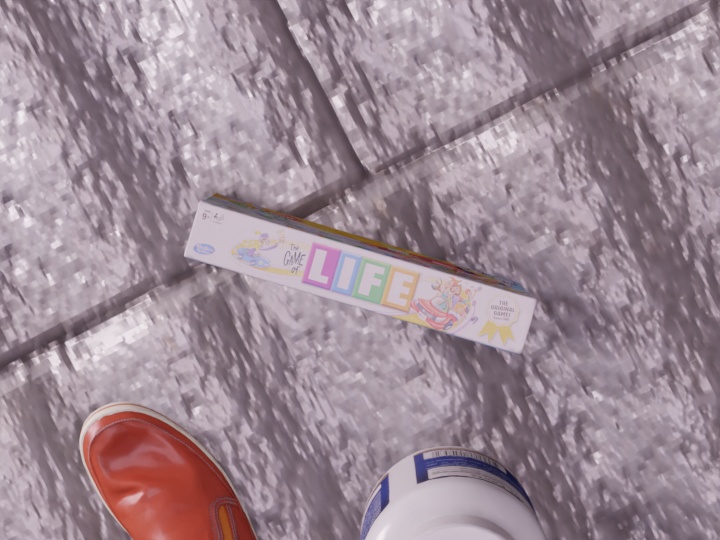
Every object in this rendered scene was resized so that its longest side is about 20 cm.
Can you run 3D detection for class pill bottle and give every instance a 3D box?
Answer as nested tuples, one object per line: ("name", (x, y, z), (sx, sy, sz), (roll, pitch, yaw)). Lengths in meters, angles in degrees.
("pill bottle", (0.055, 0.170, 1.283), (0.111, 0.200, 0.111), (0, 94, 0))

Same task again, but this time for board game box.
("board game box", (0.000, 0.000, 1.305), (0.200, 0.134, 0.034), (16, 94, -2))

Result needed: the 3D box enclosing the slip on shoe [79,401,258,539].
("slip on shoe", (-0.103, 0.166, 1.353), (0.074, 0.061, 0.200), (-33, 92, 4))
